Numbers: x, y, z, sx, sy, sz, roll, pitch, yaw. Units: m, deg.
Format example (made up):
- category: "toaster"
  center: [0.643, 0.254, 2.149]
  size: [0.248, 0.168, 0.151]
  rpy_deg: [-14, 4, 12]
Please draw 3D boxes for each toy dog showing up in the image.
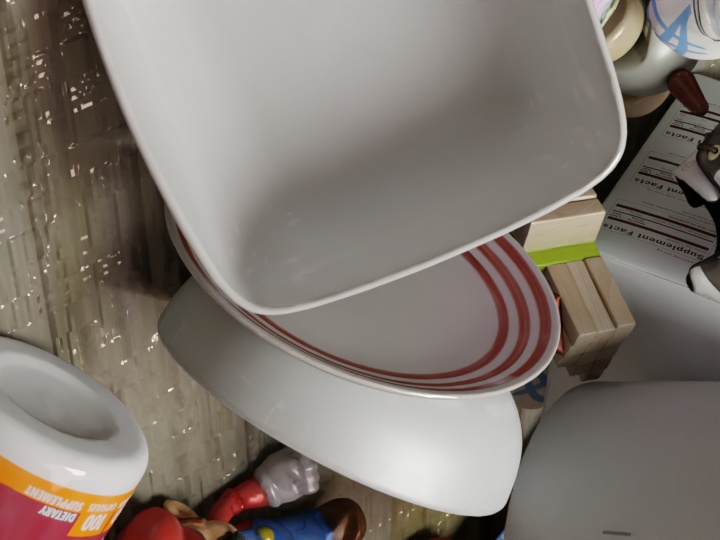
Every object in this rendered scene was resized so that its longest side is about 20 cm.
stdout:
- category: "toy dog"
  center: [0.195, -0.163, 0.968]
  size: [0.132, 0.096, 0.200]
  rpy_deg: [-1, 125, -50]

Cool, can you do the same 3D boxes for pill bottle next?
- category: "pill bottle"
  center: [-0.197, 0.140, 0.843]
  size: [0.113, 0.113, 0.200]
  rpy_deg: [15, 112, -51]

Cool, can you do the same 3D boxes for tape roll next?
- category: "tape roll"
  center: [0.183, 0.158, 0.918]
  size: [0.203, 0.139, 0.203]
  rpy_deg: [6, 83, -53]

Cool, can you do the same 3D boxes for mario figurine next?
- category: "mario figurine"
  center: [-0.056, 0.177, 1.021]
  size: [0.106, 0.124, 0.200]
  rpy_deg: [-48, 150, 23]

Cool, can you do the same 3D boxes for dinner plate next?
- category: "dinner plate"
  center: [0.000, 0.000, 0.836]
  size: [0.200, 0.200, 0.024]
  rpy_deg: [-8, 135, -41]

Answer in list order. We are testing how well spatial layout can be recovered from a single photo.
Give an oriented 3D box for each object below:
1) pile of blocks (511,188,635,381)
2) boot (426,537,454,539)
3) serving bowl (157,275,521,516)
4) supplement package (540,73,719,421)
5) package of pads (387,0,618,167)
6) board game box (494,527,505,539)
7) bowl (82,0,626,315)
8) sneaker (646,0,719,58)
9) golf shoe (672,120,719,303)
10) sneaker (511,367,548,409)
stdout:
- category: "pile of blocks"
  center: [0.087, -0.036, 0.953]
  size: [0.062, 0.200, 0.082]
  rpy_deg: [-8, 172, -22]
- category: "boot"
  center: [-0.002, 0.234, 1.170]
  size: [0.200, 0.075, 0.107]
  rpy_deg: [-38, 132, -20]
- category: "serving bowl"
  center: [0.000, 0.043, 0.882]
  size: [0.200, 0.200, 0.066]
  rpy_deg: [14, 108, -51]
- category: "supplement package"
  center: [0.221, 0.025, 1.075]
  size: [0.200, 0.147, 0.191]
  rpy_deg: [-50, 154, -43]
- category: "package of pads"
  center: [0.057, -0.138, 0.829]
  size: [0.200, 0.120, 0.076]
  rpy_deg: [-56, 175, 11]
- category: "board game box"
  center: [0.149, 0.192, 1.275]
  size: [0.200, 0.045, 0.152]
  rpy_deg: [-54, 158, 8]
- category: "bowl"
  center: [-0.004, -0.100, 0.757]
  size: [0.199, 0.075, 0.200]
  rpy_deg: [-22, 99, 5]
- category: "sneaker"
  center: [0.184, -0.130, 0.825]
  size: [0.072, 0.073, 0.200]
  rpy_deg: [-35, 171, -1]
- category: "golf shoe"
  center: [0.215, -0.074, 0.929]
  size: [0.078, 0.094, 0.200]
  rpy_deg: [63, 30, -73]
- category: "sneaker"
  center: [0.071, 0.031, 1.059]
  size: [0.072, 0.072, 0.200]
  rpy_deg: [-27, 145, 5]
